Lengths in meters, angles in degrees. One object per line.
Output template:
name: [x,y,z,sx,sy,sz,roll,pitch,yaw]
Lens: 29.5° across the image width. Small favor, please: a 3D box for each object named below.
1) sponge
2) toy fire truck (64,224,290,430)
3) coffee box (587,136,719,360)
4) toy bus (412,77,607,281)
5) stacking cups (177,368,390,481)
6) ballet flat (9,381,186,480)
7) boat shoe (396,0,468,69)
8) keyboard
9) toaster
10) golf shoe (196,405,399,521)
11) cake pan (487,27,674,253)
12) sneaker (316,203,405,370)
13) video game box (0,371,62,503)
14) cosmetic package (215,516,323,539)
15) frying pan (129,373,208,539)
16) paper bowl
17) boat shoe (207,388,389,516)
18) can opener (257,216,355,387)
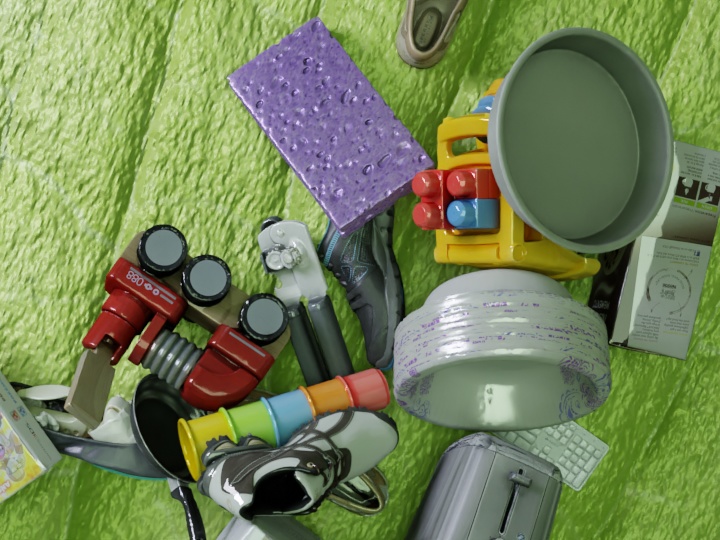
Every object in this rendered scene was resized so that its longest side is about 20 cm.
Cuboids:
sponge: [-0.030,-0.141,1.321,0.111,0.030,0.200,-36,72,-4]
toy fire truck: [-0.181,0.079,1.266,0.176,0.129,0.200,34,71,-3]
coffee box: [0.284,-0.020,1.325,0.079,0.113,0.201,13,89,-6]
toy bus: [0.128,-0.093,1.267,0.191,0.135,0.201,3,88,-43]
stacking cups: [-0.068,0.143,1.281,0.199,0.060,0.061,-14,91,-19]
ballet flat: [-0.262,0.149,1.314,0.199,0.073,0.073,14,89,-1]
boat shoe: [0.088,-0.298,1.339,0.071,0.065,0.201,14,89,-3]
keyboard: [0.154,0.144,1.370,0.200,0.011,0.056,35,88,-2]
toaster: [0.114,0.235,1.292,0.113,0.200,0.130,25,71,-4]
golf shoe: [-0.043,0.183,1.226,0.199,0.094,0.078,-13,119,-25]
cake pan: [0.194,-0.114,1.220,0.199,0.037,0.201,2,86,-29]
sneaker: [0.000,0.000,1.337,0.081,0.073,0.201,-6,81,2]
video game box: [-0.409,0.159,1.290,0.200,0.047,0.183,-34,90,19]
cosmetic package: [-0.083,0.329,1.262,0.165,0.200,0.165,38,89,-3]
frying pan: [-0.165,0.186,1.301,0.031,0.115,0.191,-30,78,26]
paper bowl: [0.129,0.071,1.269,0.200,0.201,0.105,1,64,-3]
boat shoe: [-0.059,0.174,1.325,0.199,0.076,0.072,27,90,-2]
can opener: [-0.046,0.041,1.336,0.052,0.066,0.201,-15,99,16]
